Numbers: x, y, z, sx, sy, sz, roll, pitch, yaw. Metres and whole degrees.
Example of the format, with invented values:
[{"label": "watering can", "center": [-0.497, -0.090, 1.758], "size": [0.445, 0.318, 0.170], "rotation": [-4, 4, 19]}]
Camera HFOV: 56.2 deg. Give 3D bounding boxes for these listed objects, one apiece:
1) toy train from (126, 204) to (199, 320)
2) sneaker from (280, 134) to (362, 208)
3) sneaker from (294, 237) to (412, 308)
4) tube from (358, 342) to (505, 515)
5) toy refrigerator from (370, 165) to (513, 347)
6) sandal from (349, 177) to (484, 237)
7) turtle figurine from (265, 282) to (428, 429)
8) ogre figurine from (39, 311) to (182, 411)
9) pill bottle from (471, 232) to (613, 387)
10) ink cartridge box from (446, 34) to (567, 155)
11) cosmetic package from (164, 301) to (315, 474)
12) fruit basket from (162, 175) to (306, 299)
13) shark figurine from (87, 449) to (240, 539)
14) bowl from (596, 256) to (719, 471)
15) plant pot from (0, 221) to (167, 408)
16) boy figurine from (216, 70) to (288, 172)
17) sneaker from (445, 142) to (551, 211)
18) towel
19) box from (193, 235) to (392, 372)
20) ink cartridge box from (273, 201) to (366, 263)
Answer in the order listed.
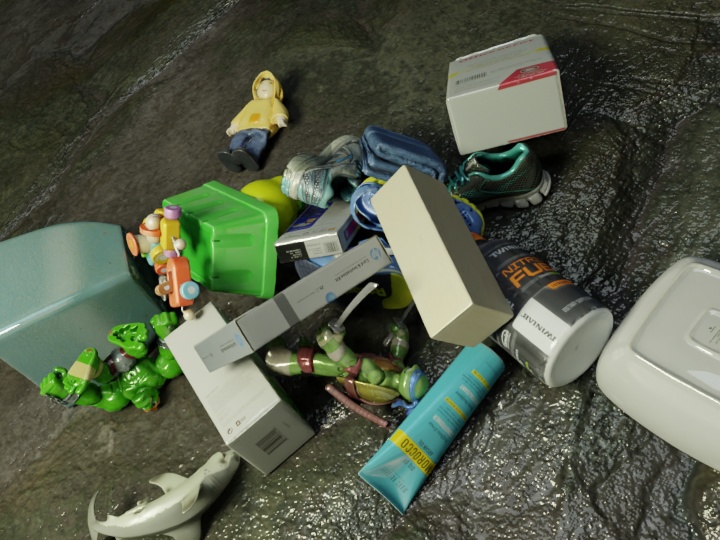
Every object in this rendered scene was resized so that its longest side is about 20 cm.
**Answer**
[{"label": "toy train", "center": [-0.272, -0.009, 0.909], "size": [0.200, 0.055, 0.151], "rotation": [0, 95, 62]}, {"label": "sneaker", "center": [-0.030, -0.137, 0.998], "size": [0.086, 0.078, 0.200], "rotation": [32, 38, 17]}, {"label": "sneaker", "center": [0.000, 0.000, 0.911], "size": [0.199, 0.074, 0.082], "rotation": [7, 46, 34]}, {"label": "tube", "center": [0.084, 0.169, 0.753], "size": [0.200, 0.077, 0.050], "rotation": [-49, 17, -16]}, {"label": "toy refrigerator", "center": [0.084, -0.016, 0.754], "size": [0.070, 0.076, 0.201], "rotation": [-44, 50, 29]}, {"label": "sandal", "center": [0.064, -0.070, 0.886], "size": [0.199, 0.087, 0.080], "rotation": [16, 108, 27]}, {"label": "turtle figurine", "center": [-0.009, 0.078, 0.811], "size": [0.193, 0.201, 0.144], "rotation": [-2, 24, 30]}, {"label": "ogre figurine", "center": [-0.319, 0.134, 0.931], "size": [0.200, 0.120, 0.098], "rotation": [-45, 54, -9]}, {"label": "pill bottle", "center": [0.178, 0.033, 0.777], "size": [0.106, 0.106, 0.200], "rotation": [-41, 50, -7]}, {"label": "ink cartridge box", "center": [0.201, -0.250, 0.943], "size": [0.145, 0.084, 0.200], "rotation": [-12, 29, 17]}, {"label": "cosmetic package", "center": [-0.156, 0.146, 0.855], "size": [0.085, 0.108, 0.200], "rotation": [-39, 50, -6]}, {"label": "fruit basket", "center": [-0.168, -0.060, 1.001], "size": [0.215, 0.156, 0.216], "rotation": [6, 19, -2]}, {"label": "shark figurine", "center": [-0.237, 0.302, 0.804], "size": [0.214, 0.090, 0.128], "rotation": [-23, 16, -1]}, {"label": "bowl", "center": [0.358, 0.081, 0.679], "size": [0.200, 0.075, 0.199], "rotation": [-48, 50, -10]}, {"label": "plant pot", "center": [-0.406, 0.043, 1.001], "size": [0.199, 0.197, 0.196], "rotation": [-26, 49, -3]}, {"label": "boy figurine", "center": [-0.177, -0.267, 1.194], "size": [0.124, 0.064, 0.201], "rotation": [3, 61, 30]}, {"label": "sneaker", "center": [0.150, -0.121, 0.912], "size": [0.199, 0.091, 0.078], "rotation": [-16, 52, 15]}, {"label": "towel", "center": [0.055, -0.156, 0.937], "size": [0.111, 0.049, 0.200], "rotation": [16, 17, -7]}, {"label": "box", "center": [-0.079, 0.039, 0.773], "size": [0.200, 0.041, 0.156], "rotation": [-34, 3, -33]}, {"label": "ink cartridge box", "center": [-0.045, -0.071, 0.974], "size": [0.094, 0.037, 0.200], "rotation": [-9, 24, 20]}]
